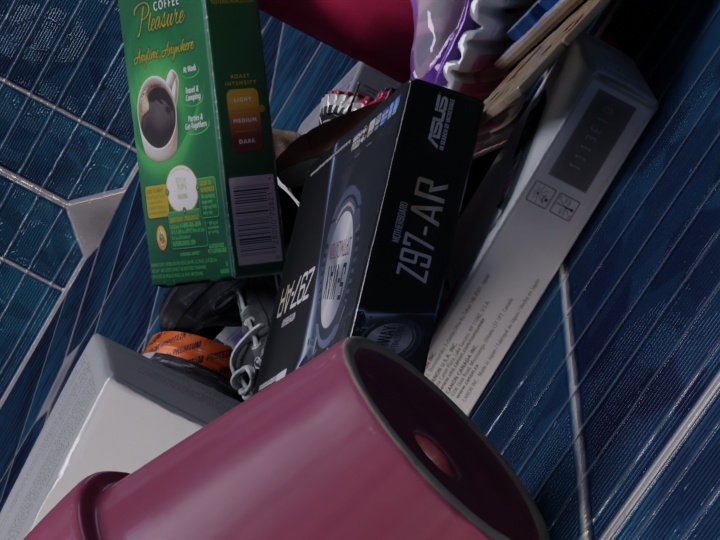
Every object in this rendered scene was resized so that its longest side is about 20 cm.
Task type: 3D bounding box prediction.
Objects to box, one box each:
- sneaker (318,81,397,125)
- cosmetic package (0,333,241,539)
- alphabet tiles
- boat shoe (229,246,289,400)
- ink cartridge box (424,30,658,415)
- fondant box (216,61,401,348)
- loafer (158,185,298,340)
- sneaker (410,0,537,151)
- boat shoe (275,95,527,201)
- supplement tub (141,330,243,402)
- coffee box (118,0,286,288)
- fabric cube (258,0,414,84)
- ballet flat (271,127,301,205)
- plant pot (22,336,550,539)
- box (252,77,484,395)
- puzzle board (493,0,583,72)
[{"bbox_3d":[0.007,-0.078,1.717,0.075,0.081,0.200,-66,12,-5],"label":"sneaker"},{"bbox_3d":[-0.118,0.155,1.496,0.167,0.166,0.200,-62,10,2],"label":"cosmetic package"},{"bbox_3d":[0.130,-0.150,1.336,0.200,0.008,0.167,-47,3,-11],"label":"alphabet tiles"},{"bbox_3d":[-0.046,0.056,1.545,0.068,0.074,0.199,-32,35,12],"label":"boat shoe"},{"bbox_3d":[0.082,-0.037,1.363,0.200,0.044,0.174,-59,12,15],"label":"ink cartridge box"},{"bbox_3d":[-0.032,-0.043,1.878,0.200,0.058,0.144,-66,11,-25],"label":"fondant box"},{"bbox_3d":[-0.083,0.012,1.707,0.068,0.070,0.201,-37,-8,-33],"label":"loafer"},{"bbox_3d":[0.055,-0.160,1.454,0.080,0.088,0.200,-10,-60,-58],"label":"sneaker"},{"bbox_3d":[0.032,-0.071,1.573,0.200,0.065,0.072,-14,28,41],"label":"boat shoe"},{"bbox_3d":[-0.138,0.150,1.723,0.200,0.122,0.123,-68,12,-23],"label":"supplement tub"},{"bbox_3d":[-0.100,-0.092,1.594,0.123,0.044,0.200,-7,91,60],"label":"coffee box"},{"bbox_3d":[0.056,-0.255,1.603,0.196,0.200,0.199,-46,20,53],"label":"fabric cube"},{"bbox_3d":[-0.029,-0.025,1.745,0.068,0.067,0.200,-57,46,42],"label":"ballet flat"},{"bbox_3d":[-0.024,0.134,1.094,0.179,0.200,0.200,-44,15,12],"label":"plant pot"},{"bbox_3d":[0.000,0.000,1.370,0.200,0.044,0.160,146,139,-70],"label":"box"},{"bbox_3d":[0.153,-0.195,1.374,0.151,0.017,0.200,-49,4,-26],"label":"puzzle board"}]
